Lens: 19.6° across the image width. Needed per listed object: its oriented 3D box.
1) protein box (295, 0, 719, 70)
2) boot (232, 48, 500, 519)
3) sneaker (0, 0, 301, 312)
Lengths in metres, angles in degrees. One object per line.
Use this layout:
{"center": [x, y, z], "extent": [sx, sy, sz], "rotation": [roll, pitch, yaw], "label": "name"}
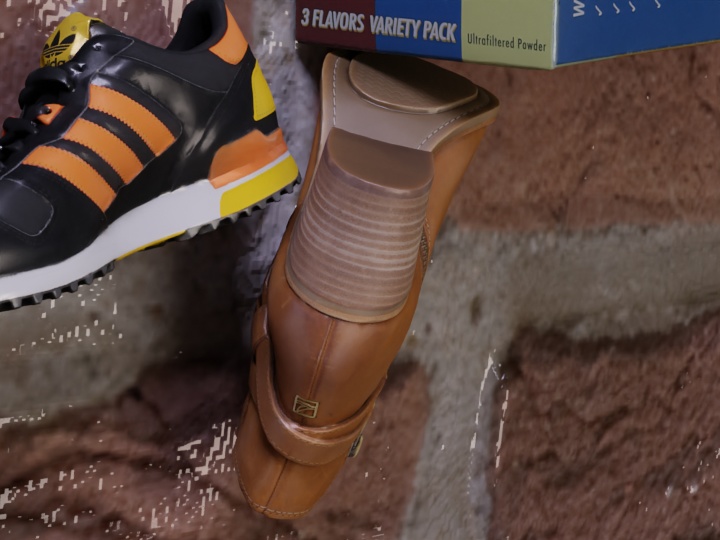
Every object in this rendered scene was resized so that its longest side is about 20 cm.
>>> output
{"center": [0.087, -0.196, 0.880], "extent": [0.200, 0.135, 0.199], "rotation": [-14, 110, -48], "label": "protein box"}
{"center": [0.000, 0.000, 0.864], "extent": [0.200, 0.077, 0.156], "rotation": [-81, -173, -64], "label": "boot"}
{"center": [-0.108, -0.043, 0.743], "extent": [0.200, 0.070, 0.090], "rotation": [-25, 102, -46], "label": "sneaker"}
